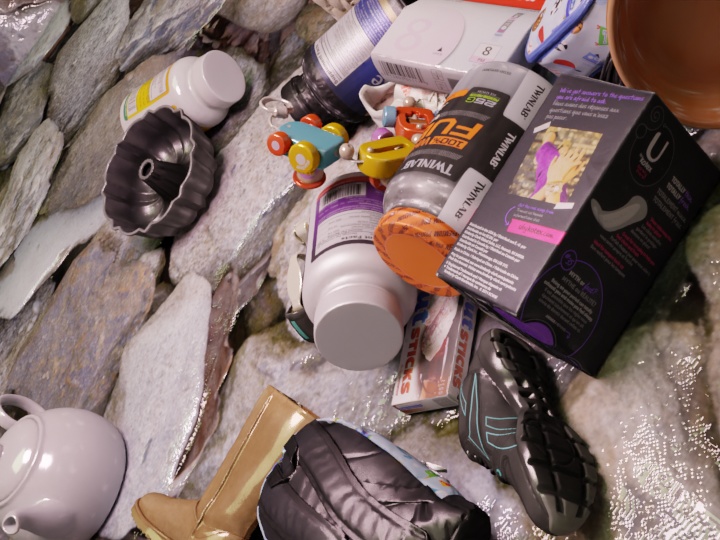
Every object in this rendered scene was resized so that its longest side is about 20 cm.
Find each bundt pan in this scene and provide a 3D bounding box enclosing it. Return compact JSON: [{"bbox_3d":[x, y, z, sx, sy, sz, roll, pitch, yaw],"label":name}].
[{"bbox_3d":[-0.288,-0.135,1.453,0.201,0.076,0.203,-16,63,34],"label":"bundt pan"}]

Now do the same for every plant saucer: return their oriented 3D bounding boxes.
[{"bbox_3d":[0.284,-0.207,0.752,0.200,0.200,0.038,-41,24,20],"label":"plant saucer"}]

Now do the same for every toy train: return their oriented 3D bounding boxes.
[{"bbox_3d":[-0.003,-0.126,0.998,0.151,0.198,0.056,-106,20,-55],"label":"toy train"}]

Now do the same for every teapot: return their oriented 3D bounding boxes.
[{"bbox_3d":[-0.402,0.249,1.239,0.199,0.146,0.199,-15,51,44],"label":"teapot"}]

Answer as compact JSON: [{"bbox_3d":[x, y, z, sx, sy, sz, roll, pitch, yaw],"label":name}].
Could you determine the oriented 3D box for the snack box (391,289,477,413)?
[{"bbox_3d":[0.079,0.036,0.942,0.072,0.024,0.201,-19,49,44],"label":"snack box"}]

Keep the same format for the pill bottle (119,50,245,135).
[{"bbox_3d":[-0.273,-0.262,1.530,0.199,0.113,0.113,-22,47,40],"label":"pill bottle"}]

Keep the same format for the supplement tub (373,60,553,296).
[{"bbox_3d":[0.101,-0.082,0.895,0.122,0.123,0.201,-2,47,49],"label":"supplement tub"}]

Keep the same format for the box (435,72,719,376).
[{"bbox_3d":[0.176,-0.039,0.801,0.201,0.122,0.106,-57,38,-2],"label":"box"}]

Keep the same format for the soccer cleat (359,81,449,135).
[{"bbox_3d":[0.079,-0.187,1.078,0.199,0.077,0.070,-3,59,48],"label":"soccer cleat"}]

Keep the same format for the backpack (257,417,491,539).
[{"bbox_3d":[0.001,0.211,0.810,0.199,0.154,0.164,32,90,34],"label":"backpack"}]

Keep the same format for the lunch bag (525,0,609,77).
[{"bbox_3d":[0.235,-0.282,0.919,0.201,0.075,0.160,-65,6,-14],"label":"lunch bag"}]

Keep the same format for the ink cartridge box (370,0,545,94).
[{"bbox_3d":[0.129,-0.273,1.049,0.162,0.057,0.201,19,70,36],"label":"ink cartridge box"}]

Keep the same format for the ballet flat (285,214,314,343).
[{"bbox_3d":[-0.042,-0.017,1.092,0.068,0.068,0.201,-26,44,41],"label":"ballet flat"}]

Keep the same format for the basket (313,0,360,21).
[{"bbox_3d":[0.014,-0.423,1.254,0.198,0.200,0.162,-37,44,24],"label":"basket"}]

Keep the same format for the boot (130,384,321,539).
[{"bbox_3d":[-0.137,0.210,1.030,0.175,0.066,0.201,27,84,43],"label":"boot"}]

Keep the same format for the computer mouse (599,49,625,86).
[{"bbox_3d":[0.275,-0.213,0.848,0.046,0.200,0.141,29,125,28],"label":"computer mouse"}]

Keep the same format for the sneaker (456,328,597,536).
[{"bbox_3d":[0.125,0.136,0.782,0.079,0.075,0.201,-53,26,26],"label":"sneaker"}]

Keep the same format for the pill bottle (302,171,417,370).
[{"bbox_3d":[0.000,0.000,0.964,0.111,0.111,0.201,-36,28,25],"label":"pill bottle"}]

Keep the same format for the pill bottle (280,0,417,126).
[{"bbox_3d":[0.001,-0.252,1.196,0.200,0.112,0.112,-38,38,24],"label":"pill bottle"}]
